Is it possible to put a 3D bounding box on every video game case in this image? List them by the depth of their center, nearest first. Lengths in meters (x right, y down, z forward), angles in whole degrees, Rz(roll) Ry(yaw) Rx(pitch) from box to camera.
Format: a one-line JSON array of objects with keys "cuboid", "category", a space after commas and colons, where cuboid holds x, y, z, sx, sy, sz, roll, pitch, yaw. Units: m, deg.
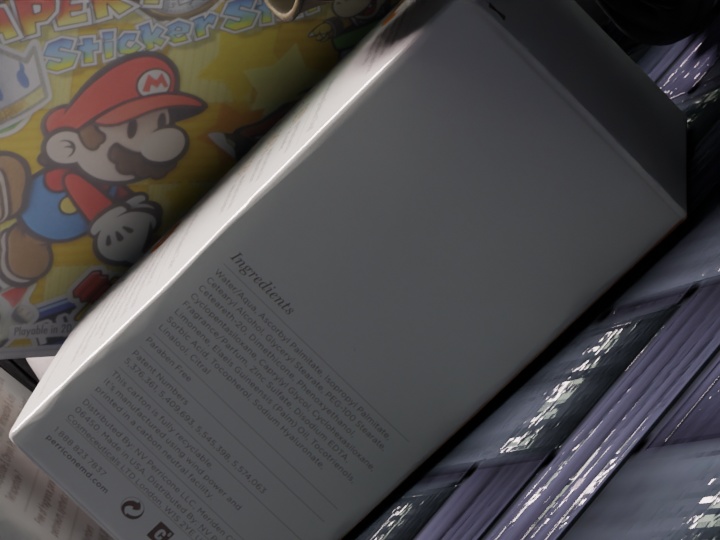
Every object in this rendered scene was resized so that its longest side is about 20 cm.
[{"cuboid": [-0.060, -0.050, 1.002, 0.023, 0.199, 0.183, -118, 32, -50], "category": "video game case"}]

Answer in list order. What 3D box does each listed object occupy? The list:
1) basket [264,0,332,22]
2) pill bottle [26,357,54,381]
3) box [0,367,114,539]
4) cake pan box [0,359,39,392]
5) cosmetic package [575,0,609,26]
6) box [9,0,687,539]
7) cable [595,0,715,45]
[{"cuboid": [0.057, -0.173, 0.879, 0.199, 0.136, 0.181, -15, -32, -11], "category": "basket"}, {"cuboid": [-0.030, -0.019, 1.138, 0.200, 0.113, 0.113, -44, 8, 15], "category": "pill bottle"}, {"cuboid": [-0.204, 0.119, 1.075, 0.199, 0.171, 0.200, -51, 7, 5], "category": "box"}, {"cuboid": [-0.155, 0.028, 1.291, 0.052, 0.184, 0.200, -51, 10, -9], "category": "cake pan box"}, {"cuboid": [-0.001, -0.164, 1.241, 0.200, 0.165, 0.165, -6, -25, -45], "category": "cosmetic package"}, {"cuboid": [0.000, 0.000, 0.945, 0.200, 0.097, 0.124, -44, 8, 16], "category": "box"}, {"cuboid": [0.076, -0.153, 1.057, 0.051, 0.164, 0.200, -20, 7, 21], "category": "cable"}]
